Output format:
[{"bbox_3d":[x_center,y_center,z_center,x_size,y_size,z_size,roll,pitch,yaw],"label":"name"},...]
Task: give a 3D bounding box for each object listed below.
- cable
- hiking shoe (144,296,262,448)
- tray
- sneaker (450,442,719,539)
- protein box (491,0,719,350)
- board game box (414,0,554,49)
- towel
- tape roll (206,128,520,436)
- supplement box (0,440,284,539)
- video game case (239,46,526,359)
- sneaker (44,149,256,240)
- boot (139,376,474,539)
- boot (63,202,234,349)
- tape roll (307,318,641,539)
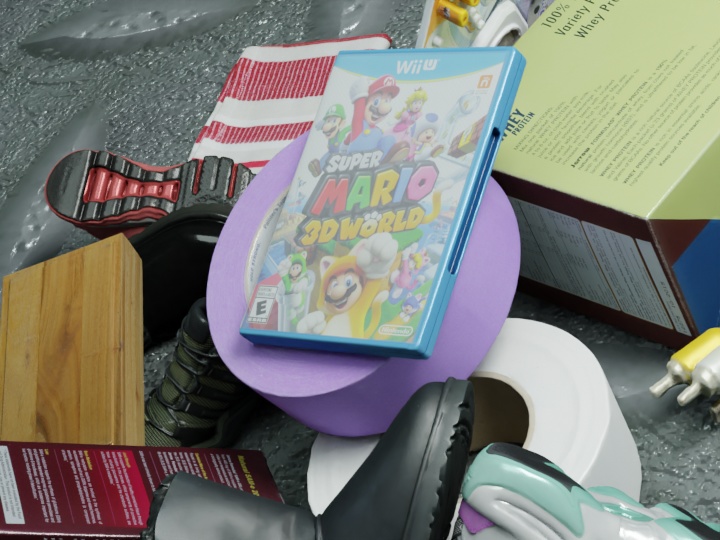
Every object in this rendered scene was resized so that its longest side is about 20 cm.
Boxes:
[{"bbox_3d":[0.269,0.026,1.253,0.097,0.051,0.200,19,60,42],"label":"cable"},{"bbox_3d":[-0.110,0.067,1.404,0.199,0.101,0.076,-36,38,-9],"label":"hiking shoe"},{"bbox_3d":[-0.200,0.069,1.391,0.098,0.037,0.201,-20,45,13],"label":"tray"},{"bbox_3d":[0.134,0.194,1.130,0.198,0.078,0.141,22,97,4],"label":"sneaker"},{"bbox_3d":[0.191,-0.079,1.351,0.199,0.135,0.199,21,60,44],"label":"protein box"},{"bbox_3d":[0.099,-0.151,1.408,0.026,0.201,0.200,33,43,23],"label":"board game box"},{"bbox_3d":[-0.066,-0.121,1.651,0.143,0.023,0.201,-2,45,29],"label":"towel"},{"bbox_3d":[0.000,0.000,1.280,0.199,0.066,0.202,-19,55,28],"label":"tape roll"},{"bbox_3d":[-0.147,0.159,1.262,0.198,0.061,0.109,4,25,-19],"label":"supplement box"},{"bbox_3d":[0.013,-0.045,1.239,0.142,0.018,0.202,3,66,40],"label":"video game case"},{"bbox_3d":[-0.141,-0.046,1.575,0.198,0.087,0.074,12,73,12],"label":"sneaker"},{"bbox_3d":[-0.036,0.139,1.149,0.167,0.076,0.202,15,84,13],"label":"boot"},{"bbox_3d":[-0.167,0.044,1.479,0.210,0.080,0.158,-19,31,29],"label":"boot"},{"bbox_3d":[0.069,0.124,1.254,0.201,0.071,0.203,-18,40,15],"label":"tape roll"}]
